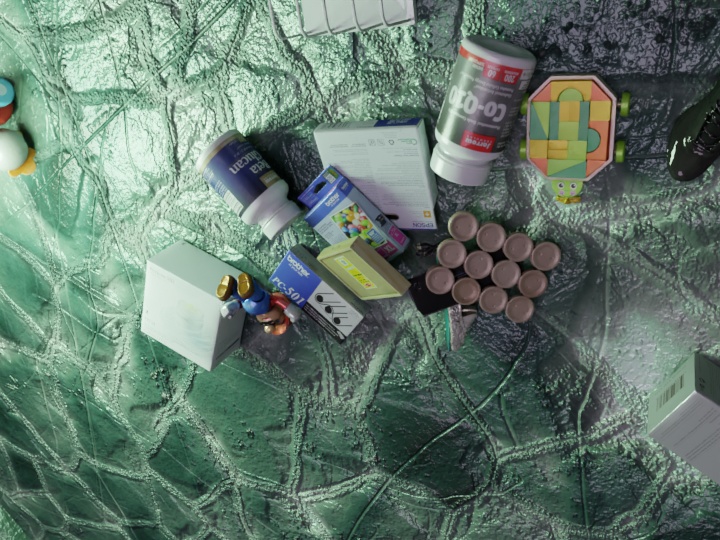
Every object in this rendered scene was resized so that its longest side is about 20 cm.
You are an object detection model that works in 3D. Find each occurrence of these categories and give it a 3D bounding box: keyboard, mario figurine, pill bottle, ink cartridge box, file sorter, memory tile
[{"bbox_3d":[0.170,-0.009,1.082,0.198,0.021,0.128,-22,106,8],"label":"keyboard"},{"bbox_3d":[-0.201,0.083,1.280,0.123,0.200,0.107,32,85,35],"label":"mario figurine"},{"bbox_3d":[0.179,-0.239,0.960,0.113,0.114,0.202,24,123,15],"label":"pill bottle"},{"bbox_3d":[-0.020,-0.086,1.154,0.200,0.042,0.119,44,136,-10],"label":"ink cartridge box"},{"bbox_3d":[-0.083,0.048,1.282,0.200,0.044,0.094,42,124,4],"label":"ink cartridge box"},{"bbox_3d":[-0.031,-0.433,0.967,0.198,0.125,0.140,3,116,26],"label":"file sorter"},{"bbox_3d":[0.220,-0.004,1.063,0.198,0.017,0.155,19,108,-5],"label":"memory tile"},{"bbox_3d":[-0.207,-0.158,1.203,0.200,0.111,0.111,47,126,-2],"label":"pill bottle"},{"bbox_3d":[0.033,-0.165,1.109,0.194,0.043,0.202,4,131,26],"label":"ink cartridge box"}]

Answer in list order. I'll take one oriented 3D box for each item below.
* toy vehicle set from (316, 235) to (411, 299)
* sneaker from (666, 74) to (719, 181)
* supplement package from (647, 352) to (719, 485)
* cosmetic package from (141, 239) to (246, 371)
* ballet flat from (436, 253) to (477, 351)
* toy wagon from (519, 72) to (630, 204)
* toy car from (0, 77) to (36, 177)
[{"bbox_3d":[0.000,0.000,1.143,0.124,0.027,0.200,43,163,-12],"label":"toy vehicle set"},{"bbox_3d":[0.474,-0.204,0.839,0.075,0.091,0.201,27,125,10],"label":"sneaker"},{"bbox_3d":[0.573,0.250,0.994,0.199,0.117,0.118,35,124,8],"label":"supplement package"},{"bbox_3d":[-0.362,0.076,1.395,0.198,0.123,0.202,26,122,14],"label":"cosmetic package"},{"bbox_3d":[0.178,0.056,1.138,0.071,0.072,0.202,1,113,27],"label":"ballet flat"},{"bbox_3d":[0.318,-0.192,0.956,0.153,0.040,0.202,7,117,25],"label":"toy wagon"},{"bbox_3d":[-0.824,-0.309,1.452,0.183,0.178,0.200,-1,144,41],"label":"toy car"}]
